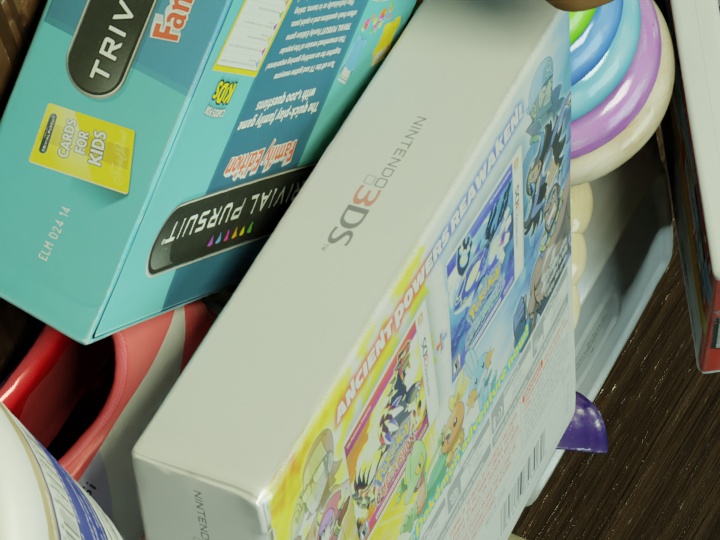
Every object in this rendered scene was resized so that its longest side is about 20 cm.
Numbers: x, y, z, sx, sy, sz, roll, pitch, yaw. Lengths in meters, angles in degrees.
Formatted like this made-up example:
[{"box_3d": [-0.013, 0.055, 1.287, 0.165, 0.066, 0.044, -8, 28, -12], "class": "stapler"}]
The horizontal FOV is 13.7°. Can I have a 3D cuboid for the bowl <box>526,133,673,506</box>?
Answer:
[{"box_3d": [0.062, 0.011, 1.189, 0.201, 0.074, 0.200, -60, 166, -11], "class": "bowl"}]

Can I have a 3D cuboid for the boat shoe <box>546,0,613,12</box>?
[{"box_3d": [0.099, -0.150, 0.807, 0.200, 0.076, 0.074, -45, 140, -17], "class": "boat shoe"}]

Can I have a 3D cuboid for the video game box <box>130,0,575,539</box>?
[{"box_3d": [0.006, 0.046, 0.853, 0.183, 0.047, 0.200, 88, 26, -47], "class": "video game box"}]

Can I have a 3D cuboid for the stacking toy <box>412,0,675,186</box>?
[{"box_3d": [0.047, -0.097, 0.948, 0.086, 0.085, 0.200, -59, 160, -10], "class": "stacking toy"}]

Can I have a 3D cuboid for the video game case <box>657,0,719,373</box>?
[{"box_3d": [0.125, -0.048, 1.112, 0.200, 0.017, 0.144, 65, 17, -78], "class": "video game case"}]

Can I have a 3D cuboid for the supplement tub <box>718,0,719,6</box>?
[{"box_3d": [0.195, -0.194, 1.121, 0.201, 0.145, 0.145, -60, 165, -8], "class": "supplement tub"}]

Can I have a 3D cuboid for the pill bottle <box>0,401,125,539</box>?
[{"box_3d": [-0.108, 0.089, 0.674, 0.120, 0.119, 0.200, -58, 165, -12], "class": "pill bottle"}]

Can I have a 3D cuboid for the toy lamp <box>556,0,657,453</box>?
[{"box_3d": [0.073, -0.037, 1.077, 0.058, 0.058, 0.201, 14, 81, -75], "class": "toy lamp"}]

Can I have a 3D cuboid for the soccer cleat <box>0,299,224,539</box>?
[{"box_3d": [-0.104, 0.087, 0.820, 0.073, 0.068, 0.200, 31, 93, -50], "class": "soccer cleat"}]

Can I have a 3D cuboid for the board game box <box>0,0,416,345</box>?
[{"box_3d": [-0.022, -0.090, 0.778, 0.201, 0.047, 0.151, -66, 165, 16], "class": "board game box"}]

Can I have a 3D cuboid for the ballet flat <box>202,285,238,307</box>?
[{"box_3d": [0.000, 0.000, 0.980, 0.200, 0.067, 0.064, -42, 145, -54], "class": "ballet flat"}]

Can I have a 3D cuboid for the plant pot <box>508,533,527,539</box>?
[{"box_3d": [0.017, 0.171, 1.161, 0.201, 0.200, 0.135, -54, 128, -27], "class": "plant pot"}]
